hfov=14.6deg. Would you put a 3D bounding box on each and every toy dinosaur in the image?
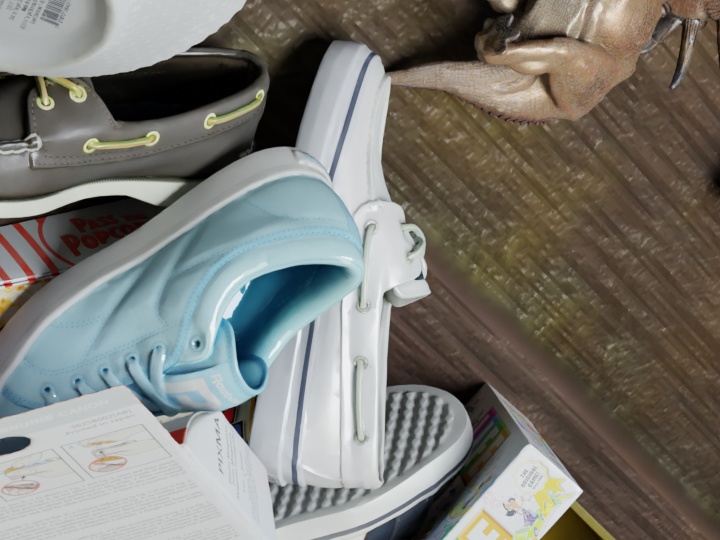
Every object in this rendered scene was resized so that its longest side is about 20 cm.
[{"bbox_3d":[0.111,-0.116,1.294,0.200,0.086,0.136,-39,141,1],"label":"toy dinosaur"}]

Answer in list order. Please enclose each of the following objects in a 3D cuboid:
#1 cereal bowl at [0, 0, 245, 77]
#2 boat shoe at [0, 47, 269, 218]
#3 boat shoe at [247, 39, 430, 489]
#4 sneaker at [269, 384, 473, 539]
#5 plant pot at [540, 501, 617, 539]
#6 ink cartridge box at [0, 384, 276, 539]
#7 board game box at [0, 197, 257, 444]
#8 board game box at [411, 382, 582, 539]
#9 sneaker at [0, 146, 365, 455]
[{"bbox_3d":[-0.127,-0.134,1.028,0.199,0.084,0.200,8,147,5],"label":"cereal bowl"},{"bbox_3d":[-0.124,-0.064,1.168,0.201,0.072,0.061,-5,125,-42],"label":"boat shoe"},{"bbox_3d":[0.000,0.000,1.257,0.074,0.067,0.201,-13,112,-81],"label":"boat shoe"},{"bbox_3d":[-0.034,0.127,1.293,0.200,0.078,0.080,-27,129,-7],"label":"sneaker"},{"bbox_3d":[0.122,0.259,1.489,0.200,0.200,0.176,-49,145,3],"label":"plant pot"},{"bbox_3d":[-0.137,0.087,1.148,0.162,0.057,0.200,-16,148,9],"label":"ink cartridge box"},{"bbox_3d":[-0.114,0.065,1.279,0.151,0.046,0.200,-13,126,-28],"label":"board game box"},{"bbox_3d":[0.037,0.126,1.338,0.034,0.200,0.134,42,92,-6],"label":"board game box"},{"bbox_3d":[-0.084,0.033,1.180,0.200,0.082,0.074,-41,136,5],"label":"sneaker"}]
